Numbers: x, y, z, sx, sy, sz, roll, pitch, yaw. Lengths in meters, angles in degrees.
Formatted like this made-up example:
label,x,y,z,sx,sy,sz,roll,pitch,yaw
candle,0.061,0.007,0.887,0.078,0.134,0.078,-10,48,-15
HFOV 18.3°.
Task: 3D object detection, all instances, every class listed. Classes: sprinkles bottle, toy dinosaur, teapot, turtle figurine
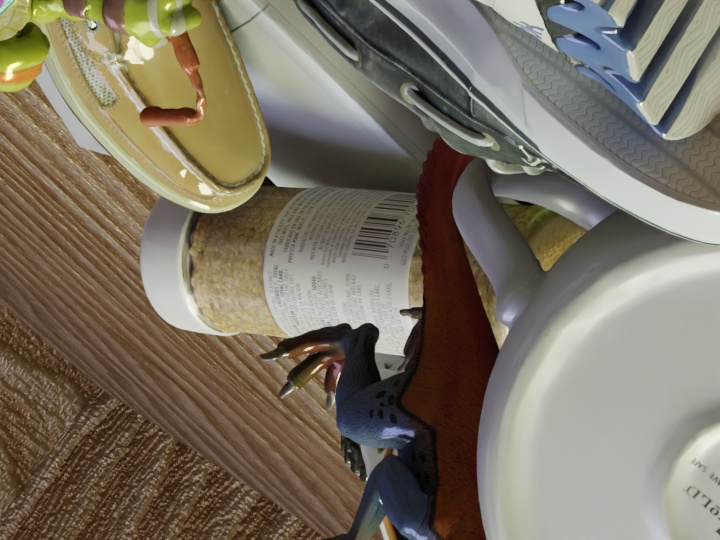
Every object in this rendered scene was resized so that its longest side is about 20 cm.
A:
label,x,y,z,sx,sy,sz,roll,pitch,yaw
sprinkles bottle,0.000,0.000,0.919,0.199,0.069,0.068,6,152,40
toy dinosaur,0.021,0.069,0.752,0.104,0.202,0.182,0,-155,-16
teapot,0.135,0.050,0.697,0.196,0.202,0.146,-9,-170,24
turtle figurine,-0.142,-0.130,0.812,0.199,0.064,0.162,23,129,36

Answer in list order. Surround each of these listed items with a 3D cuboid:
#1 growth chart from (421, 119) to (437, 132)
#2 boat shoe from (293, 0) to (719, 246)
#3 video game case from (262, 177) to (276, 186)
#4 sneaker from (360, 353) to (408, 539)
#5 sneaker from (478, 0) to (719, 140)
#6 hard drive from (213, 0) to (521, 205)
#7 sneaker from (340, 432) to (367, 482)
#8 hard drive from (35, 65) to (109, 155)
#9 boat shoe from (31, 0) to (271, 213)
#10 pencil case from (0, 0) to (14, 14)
label,x,y,z,sx,sy,sz,roll,pitch,yaw
growth chart,0.042,-0.077,0.806,0.144,0.018,0.200,28,168,37
boat shoe,0.051,-0.064,0.654,0.200,0.072,0.071,43,154,30
video game case,0.002,-0.037,1.106,0.182,0.023,0.200,35,171,10
sneaker,0.033,0.071,1.039,0.085,0.072,0.202,93,165,-64
sneaker,0.024,-0.109,0.538,0.115,0.081,0.200,28,168,31
hard drive,-0.003,-0.049,0.969,0.200,0.027,0.132,43,159,-14
sneaker,0.062,0.084,1.245,0.089,0.079,0.199,2,-177,-38
hard drive,-0.146,-0.137,0.990,0.132,0.025,0.201,19,144,60
boat shoe,-0.092,-0.112,0.871,0.201,0.072,0.076,54,146,-13
pencil case,-0.133,-0.152,0.647,0.201,0.084,0.093,-109,0,-51
